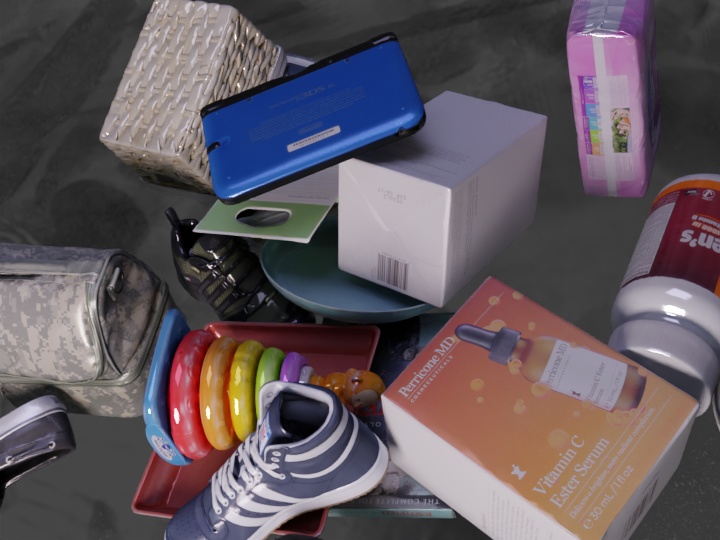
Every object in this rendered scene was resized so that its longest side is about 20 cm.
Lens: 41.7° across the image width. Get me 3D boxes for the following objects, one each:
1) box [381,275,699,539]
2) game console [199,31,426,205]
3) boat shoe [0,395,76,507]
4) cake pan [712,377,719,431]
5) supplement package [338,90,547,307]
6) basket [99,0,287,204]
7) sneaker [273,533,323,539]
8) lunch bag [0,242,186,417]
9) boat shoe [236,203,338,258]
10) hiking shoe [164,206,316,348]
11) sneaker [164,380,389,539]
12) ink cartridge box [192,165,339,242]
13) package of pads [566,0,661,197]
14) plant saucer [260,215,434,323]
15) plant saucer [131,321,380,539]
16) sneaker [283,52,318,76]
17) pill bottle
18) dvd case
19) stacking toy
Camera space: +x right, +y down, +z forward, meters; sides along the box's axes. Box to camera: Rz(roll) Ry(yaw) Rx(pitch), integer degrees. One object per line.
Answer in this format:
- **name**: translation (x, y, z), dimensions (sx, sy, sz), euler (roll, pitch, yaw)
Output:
- **box**: translation (0.138, 0.130, 0.757), dimensions (0.198, 0.107, 0.152), euler (32, 62, 28)
- **game console**: translation (-0.038, -0.129, 0.893), dimensions (0.197, 0.119, 0.173), euler (-21, 53, 6)
- **boat shoe**: translation (-0.355, 0.199, 0.889), dimensions (0.198, 0.070, 0.067), euler (-33, 68, -8)
- **cake pan**: translation (0.392, 0.100, 0.771), dimensions (0.196, 0.037, 0.203), euler (-8, 50, 10)
- **supplement package**: translation (0.081, -0.076, 0.908), dimensions (0.120, 0.122, 0.199), euler (20, 36, 29)
- **basket**: translation (-0.190, -0.195, 1.083), dimensions (0.133, 0.123, 0.204), euler (13, 78, 26)
- **sneaker**: translation (0.003, 0.286, 0.721), dimensions (0.198, 0.090, 0.077), euler (31, 23, 16)
- **lunch bag**: translation (-0.294, 0.045, 0.926), dimensions (0.196, 0.169, 0.141), euler (2, 51, 18)
- **boat shoe**: translation (-0.067, -0.089, 1.038), dimensions (0.201, 0.065, 0.074), euler (-37, 51, -14)
- **hiking shoe**: translation (-0.130, 0.008, 0.953), dimensions (0.198, 0.101, 0.076), euler (27, 63, 32)
- **sneaker**: translation (-0.084, 0.156, 0.741), dimensions (0.197, 0.109, 0.071), euler (-25, 45, 7)
- **ink cartridge box**: translation (-0.057, -0.088, 0.949), dimensions (0.143, 0.048, 0.202), euler (5, 49, 32)
- **package of pads**: translation (0.253, -0.185, 0.936), dimensions (0.074, 0.202, 0.122), euler (5, 49, 25)
- **plant saucer**: translation (0.000, 0.000, 0.926), dimensions (0.196, 0.028, 0.201), euler (3, 27, -2)
- **plant saucer**: translation (-0.087, 0.141, 0.856), dimensions (0.196, 0.037, 0.202), euler (0, 54, 27)
- **sneaker**: translation (-0.131, -0.227, 1.166), dimensions (0.197, 0.071, 0.083), euler (12, 54, 27)
- **pill bottle**: translation (0.279, 0.021, 0.813), dimensions (0.108, 0.111, 0.201), euler (14, 53, 25)
- **dvd case**: translation (0.021, 0.127, 0.865), dimensions (0.143, 0.022, 0.203), euler (-2, 53, 14)
- **stacking toy**: translation (-0.076, 0.103, 0.802), dimensions (0.196, 0.117, 0.111), euler (-1, 56, 10)
